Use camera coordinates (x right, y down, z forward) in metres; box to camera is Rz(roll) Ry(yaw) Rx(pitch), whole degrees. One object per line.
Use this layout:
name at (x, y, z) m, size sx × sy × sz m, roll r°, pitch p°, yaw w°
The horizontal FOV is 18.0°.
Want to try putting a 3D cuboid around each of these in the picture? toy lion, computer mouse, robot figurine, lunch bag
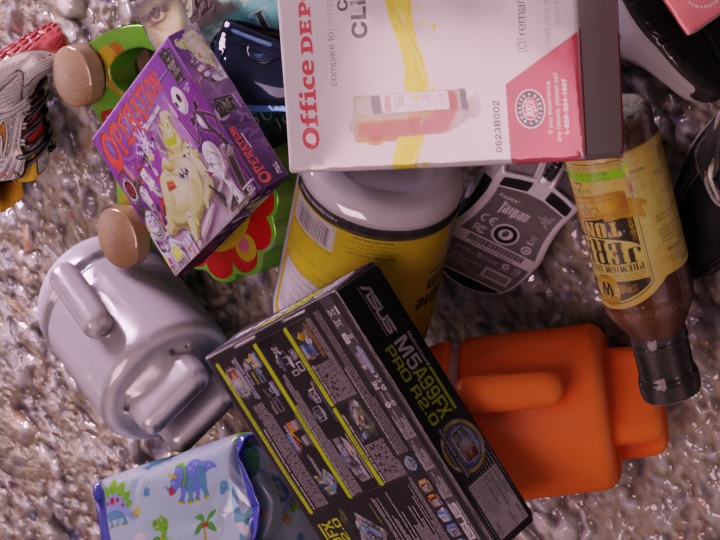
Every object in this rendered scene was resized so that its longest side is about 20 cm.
toy lion at (-0.125, -0.089, 1.665) m, size 0.191 × 0.068 × 0.201 m, roll -12°, pitch 96°, yaw 46°
computer mouse at (0.114, -0.060, 1.537) m, size 0.109 × 0.044 × 0.200 m, roll 25°, pitch 134°, yaw -14°
robot figurine at (-0.175, 0.049, 1.745) m, size 0.113 × 0.170 × 0.200 m, roll -42°, pitch 52°, yaw 1°
robot figurine at (0.108, 0.100, 1.555) m, size 0.198 × 0.144 × 0.117 m, roll -7°, pitch 109°, yaw 9°
lunch bag at (-0.072, 0.187, 1.711) m, size 0.169 × 0.199 × 0.128 m, roll -20°, pitch 71°, yaw 39°

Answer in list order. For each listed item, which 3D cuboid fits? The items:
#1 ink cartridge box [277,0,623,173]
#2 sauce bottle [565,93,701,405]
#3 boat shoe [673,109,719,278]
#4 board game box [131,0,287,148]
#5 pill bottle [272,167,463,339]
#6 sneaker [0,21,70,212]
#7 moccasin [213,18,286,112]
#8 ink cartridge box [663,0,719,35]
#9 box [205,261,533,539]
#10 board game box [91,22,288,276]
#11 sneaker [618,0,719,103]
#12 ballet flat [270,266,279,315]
ink cartridge box at (0.053, -0.135, 1.396) m, size 0.199 × 0.083 × 0.146 m, roll -2°, pitch 95°, yaw 25°
sauce bottle at (0.179, -0.010, 1.460) m, size 0.064 × 0.065 × 0.201 m, roll -3°, pitch 113°, yaw 37°
boat shoe at (0.238, -0.067, 1.437) m, size 0.072 × 0.068 × 0.201 m, roll 40°, pitch 133°, yaw 12°
board game box at (-0.040, -0.169, 1.554) m, size 0.199 × 0.028 × 0.136 m, roll -26°, pitch 99°, yaw 12°
pill bottle at (0.000, 0.000, 1.555) m, size 0.112 × 0.112 × 0.201 m, roll 32°, pitch 135°, yaw 20°
sneaker at (-0.265, -0.120, 1.783) m, size 0.082 × 0.078 × 0.200 m, roll 45°, pitch 140°, yaw 5°
moccasin at (-0.004, -0.138, 1.501) m, size 0.198 × 0.080 × 0.069 m, roll 1°, pitch 99°, yaw 6°
ink cartridge box at (0.188, -0.255, 1.353) m, size 0.116 × 0.067 × 0.201 m, roll -34°, pitch 90°, yaw 12°
box at (0.004, 0.110, 1.507) m, size 0.160 × 0.044 × 0.201 m, roll -28°, pitch 95°, yaw 50°
board game box at (-0.121, -0.078, 1.562) m, size 0.121 × 0.032 × 0.200 m, roll 62°, pitch 154°, yaw 6°
sneaker at (0.153, -0.166, 1.459) m, size 0.201 × 0.075 × 0.116 m, roll 52°, pitch 141°, yaw 13°
ballet flat at (-0.041, 0.036, 1.698) m, size 0.071 × 0.069 × 0.201 m, roll 26°, pitch 124°, yaw 7°
